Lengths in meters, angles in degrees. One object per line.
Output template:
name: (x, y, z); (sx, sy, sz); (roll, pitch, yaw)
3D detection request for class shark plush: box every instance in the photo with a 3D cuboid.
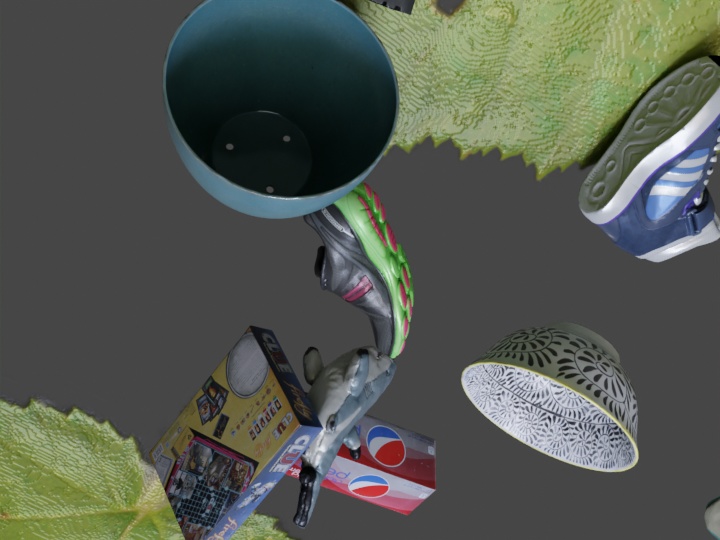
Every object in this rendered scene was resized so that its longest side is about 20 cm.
shark plush: (-0.017, 0.163, 1.253); (0.090, 0.202, 0.083); (-14, 140, 38)

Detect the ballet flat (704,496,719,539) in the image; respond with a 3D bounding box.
ballet flat: (0.501, 0.266, 1.451); (0.199, 0.070, 0.069); (-37, 120, 16)

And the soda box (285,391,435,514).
soda box: (-0.016, 0.195, 1.329); (0.198, 0.071, 0.064); (22, 135, -19)

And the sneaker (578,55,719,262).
sneaker: (0.319, -0.097, 1.194); (0.146, 0.081, 0.201); (28, 112, -32)

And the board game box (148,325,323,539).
board game box: (-0.133, 0.177, 1.269); (0.034, 0.136, 0.200); (15, 124, -45)

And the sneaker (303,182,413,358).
sneaker: (0.000, 0.000, 1.222); (0.083, 0.077, 0.202); (-9, 122, 20)

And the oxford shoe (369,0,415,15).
oxford shoe: (-0.035, -0.290, 1.032); (0.198, 0.073, 0.085); (17, 104, -21)

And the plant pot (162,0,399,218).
plant pot: (-0.076, -0.127, 1.070); (0.197, 0.203, 0.135); (5, 158, -11)

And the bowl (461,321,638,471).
bowl: (0.212, 0.116, 1.280); (0.199, 0.095, 0.201); (25, 157, 11)
